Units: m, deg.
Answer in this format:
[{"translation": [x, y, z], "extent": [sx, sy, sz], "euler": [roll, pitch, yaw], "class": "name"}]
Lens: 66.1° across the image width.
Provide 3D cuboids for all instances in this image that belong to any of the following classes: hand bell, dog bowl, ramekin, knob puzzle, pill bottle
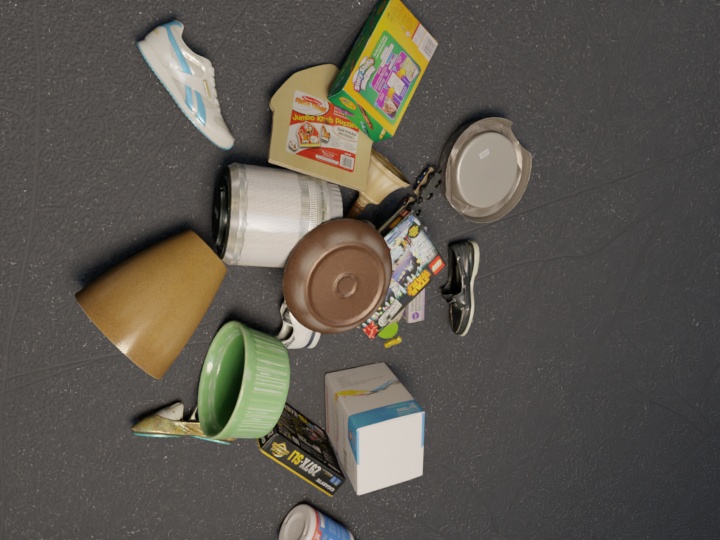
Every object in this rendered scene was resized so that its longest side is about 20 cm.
[{"translation": [-0.006, -0.114, 1.030], "extent": [0.103, 0.105, 0.201], "euler": [29, 110, -28], "class": "hand bell"}, {"translation": [0.242, -0.202, 1.098], "extent": [0.194, 0.059, 0.206], "euler": [-8, 111, -20], "class": "dog bowl"}, {"translation": [-0.208, 0.201, 0.991], "extent": [0.096, 0.200, 0.204], "euler": [18, 103, -33], "class": "ramekin"}, {"translation": [-0.063, -0.251, 0.936], "extent": [0.214, 0.030, 0.227], "euler": [5, 78, -25], "class": "knob puzzle"}, {"translation": [-0.080, 0.619, 1.240], "extent": [0.113, 0.112, 0.200], "euler": [-47, 119, 1], "class": "pill bottle"}]

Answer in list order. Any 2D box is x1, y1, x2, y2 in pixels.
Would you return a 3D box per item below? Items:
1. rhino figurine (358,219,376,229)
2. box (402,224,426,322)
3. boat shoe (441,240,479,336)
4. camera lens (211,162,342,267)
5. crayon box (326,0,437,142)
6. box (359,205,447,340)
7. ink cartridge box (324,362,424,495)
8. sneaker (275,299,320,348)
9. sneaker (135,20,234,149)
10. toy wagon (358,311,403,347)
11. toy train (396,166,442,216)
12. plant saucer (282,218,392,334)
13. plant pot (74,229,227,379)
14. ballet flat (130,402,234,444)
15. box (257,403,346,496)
[{"translation": [0.000, 0.000, 1.019], "extent": [0.085, 0.060, 0.206], "euler": [-10, 112, 0], "class": "rhino figurine"}, {"translation": [0.109, 0.005, 1.130], "extent": [0.038, 0.041, 0.206], "euler": [-8, 113, -19], "class": "box"}, {"translation": [0.202, 0.039, 1.162], "extent": [0.064, 0.075, 0.206], "euler": [0, 109, -19], "class": "boat shoe"}, {"translation": [-0.143, -0.088, 0.926], "extent": [0.194, 0.160, 0.165], "euler": [3, 108, -23], "class": "camera lens"}, {"translation": [0.039, -0.338, 0.929], "extent": [0.118, 0.058, 0.204], "euler": [34, 74, -29], "class": "crayon box"}, {"translation": [0.048, 0.006, 0.984], "extent": [0.200, 0.040, 0.138], "euler": [-44, 121, -5], "class": "box"}, {"translation": [0.022, 0.308, 1.117], "extent": [0.142, 0.200, 0.151], "euler": [-8, 113, -20], "class": "ink cartridge box"}, {"translation": [-0.103, 0.054, 1.036], "extent": [0.079, 0.076, 0.206], "euler": [5, 106, -35], "class": "sneaker"}, {"translation": [-0.253, -0.281, 0.859], "extent": [0.080, 0.076, 0.202], "euler": [-38, 120, -7], "class": "sneaker"}, {"translation": [0.027, 0.065, 1.104], "extent": [0.152, 0.040, 0.203], "euler": [-23, 118, 7], "class": "toy wagon"}, {"translation": [0.092, -0.116, 1.077], "extent": [0.034, 0.046, 0.202], "euler": [31, 98, -33], "class": "toy train"}, {"translation": [-0.029, 0.019, 0.906], "extent": [0.195, 0.037, 0.206], "euler": [-9, 114, -21], "class": "plant saucer"}, {"translation": [-0.321, 0.035, 0.904], "extent": [0.200, 0.185, 0.188], "euler": [-46, 119, -14], "class": "plant pot"}, {"translation": [-0.328, 0.285, 1.049], "extent": [0.195, 0.071, 0.073], "euler": [14, 104, -25], "class": "ballet flat"}, {"translation": [-0.126, 0.335, 1.090], "extent": [0.049, 0.160, 0.200], "euler": [-45, 119, 0], "class": "box"}]
